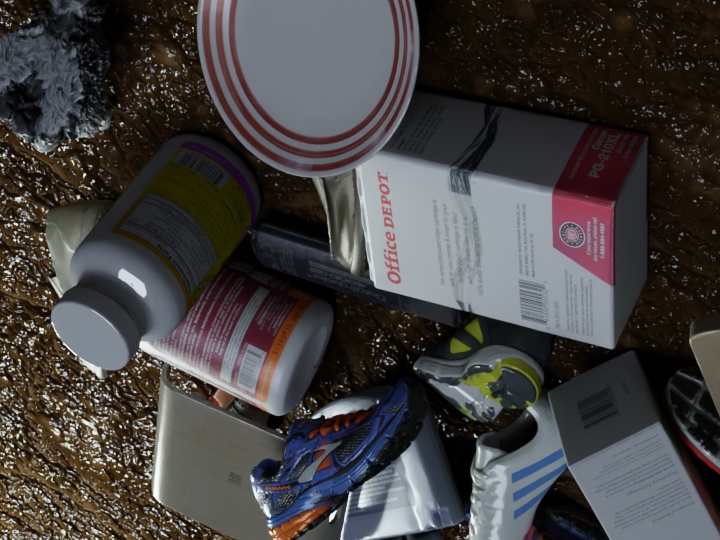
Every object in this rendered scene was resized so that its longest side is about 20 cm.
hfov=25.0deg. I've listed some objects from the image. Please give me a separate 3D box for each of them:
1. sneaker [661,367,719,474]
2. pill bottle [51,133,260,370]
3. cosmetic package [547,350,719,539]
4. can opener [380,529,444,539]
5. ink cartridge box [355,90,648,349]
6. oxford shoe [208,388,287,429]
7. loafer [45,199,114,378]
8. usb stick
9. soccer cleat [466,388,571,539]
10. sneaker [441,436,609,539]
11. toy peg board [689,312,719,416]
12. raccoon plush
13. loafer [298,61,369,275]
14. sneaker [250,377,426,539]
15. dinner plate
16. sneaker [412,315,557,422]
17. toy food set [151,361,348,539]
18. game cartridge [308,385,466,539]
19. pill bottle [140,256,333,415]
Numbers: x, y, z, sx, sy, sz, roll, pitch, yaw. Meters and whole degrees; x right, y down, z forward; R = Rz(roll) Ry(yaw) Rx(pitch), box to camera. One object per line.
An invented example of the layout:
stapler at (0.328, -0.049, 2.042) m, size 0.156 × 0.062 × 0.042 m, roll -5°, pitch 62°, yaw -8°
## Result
sneaker at (0.306, 0.158, 1.274) m, size 0.199 × 0.077 × 0.085 m, roll 40°, pitch 148°, yaw -5°
pill bottle at (-0.169, -0.014, 1.331) m, size 0.103 × 0.201 × 0.105 m, roll 20°, pitch 140°, yaw 18°
cosmetic package at (0.232, 0.180, 1.304) m, size 0.084 × 0.108 × 0.201 m, roll -27°, pitch 119°, yaw 11°
can opener at (0.053, 0.262, 1.509) m, size 0.200 × 0.066 × 0.053 m, roll 145°, pitch 101°, yaw -84°
ink cartridge box at (0.106, -0.040, 1.199) m, size 0.198 × 0.085 × 0.146 m, roll 14°, pitch 137°, yaw 22°
oxford shoe at (-0.115, 0.145, 1.565) m, size 0.072 × 0.072 × 0.200 m, roll 31°, pitch 141°, yaw -3°
loafer at (-0.253, 0.012, 1.527) m, size 0.068 × 0.076 × 0.202 m, roll 18°, pitch 130°, yaw 21°
usb stick at (0.000, 0.000, 1.360) m, size 0.198 × 0.033 × 0.056 m, roll 17°, pitch 146°, yaw 21°
soccer cleat at (0.117, 0.185, 1.371) m, size 0.086 × 0.070 × 0.202 m, roll 24°, pitch 101°, yaw -20°
sneaker at (0.132, 0.227, 1.471) m, size 0.199 × 0.076 × 0.079 m, roll 37°, pitch 145°, yaw -1°
toy peg board at (0.358, 0.070, 1.147) m, size 0.197 × 0.098 × 0.201 m, roll -13°, pitch 124°, yaw 24°
raccoon plush at (-0.216, -0.175, 1.322) m, size 0.200 × 0.134 × 0.097 m, roll -41°, pitch 87°, yaw 19°
loafer at (-0.010, -0.088, 1.248) m, size 0.067 × 0.076 × 0.202 m, roll 17°, pitch 128°, yaw 22°
sneaker at (-0.025, 0.152, 1.372) m, size 0.200 × 0.075 × 0.079 m, roll -43°, pitch 81°, yaw 24°
dinner plate at (-0.036, -0.168, 1.164) m, size 0.198 × 0.024 × 0.203 m, roll 8°, pitch 104°, yaw 35°
sneaker at (0.111, 0.069, 1.325) m, size 0.074 × 0.085 × 0.200 m, roll 39°, pitch 163°, yaw -13°
toy food set at (-0.103, 0.177, 1.508) m, size 0.198 × 0.060 × 0.145 m, roll 22°, pitch 127°, yaw 15°
game cartridge at (0.014, 0.175, 1.474) m, size 0.199 × 0.041 × 0.134 m, roll -22°, pitch 89°, yaw 56°
pill bottle at (-0.132, 0.039, 1.433) m, size 0.198 × 0.110 × 0.110 m, roll 25°, pitch 141°, yaw 11°
